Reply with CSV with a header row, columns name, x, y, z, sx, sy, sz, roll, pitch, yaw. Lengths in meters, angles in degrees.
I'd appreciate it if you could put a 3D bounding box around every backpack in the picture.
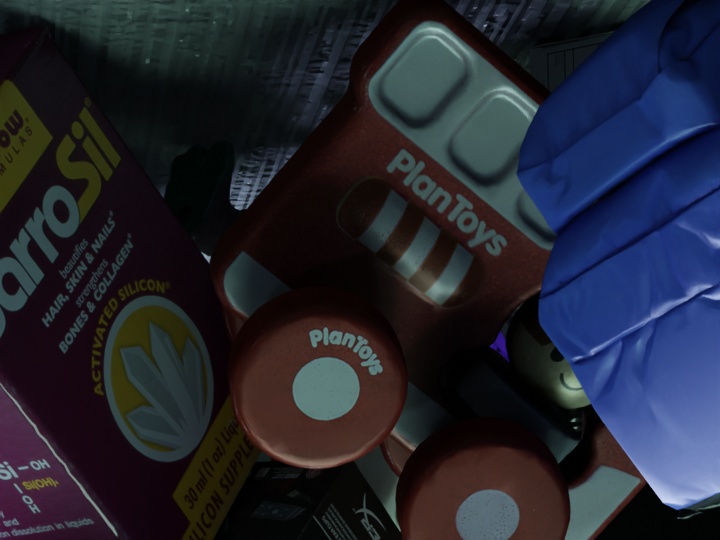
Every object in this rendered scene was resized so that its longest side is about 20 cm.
name,x,y,z,sx,sy,sz,roll,pitch,yaw
backpack,0.171,-0.040,0.839,0.200,0.168,0.162,-33,-176,-34

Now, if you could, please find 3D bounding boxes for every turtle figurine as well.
name,x,y,z,sx,sy,sz,roll,pitch,yaw
turtle figurine,0.000,0.000,1.145,0.149,0.101,0.200,-8,159,29

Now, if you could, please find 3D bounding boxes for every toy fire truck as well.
name,x,y,z,sx,sy,sz,roll,pitch,yaw
toy fire truck,0.046,0.014,0.934,0.200,0.168,0.112,38,-168,-16

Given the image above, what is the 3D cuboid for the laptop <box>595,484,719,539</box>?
name,x,y,z,sx,sy,sz,roll,pitch,yaw
laptop,0.113,0.150,1.312,0.186,0.116,0.200,4,-166,-21

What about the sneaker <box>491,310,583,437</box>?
name,x,y,z,sx,sy,sz,roll,pitch,yaw
sneaker,0.095,0.050,1.277,0.069,0.100,0.200,-6,-179,-1

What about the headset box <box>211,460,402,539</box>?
name,x,y,z,sx,sy,sz,roll,pitch,yaw
headset box,-0.085,0.172,0.975,0.148,0.200,0.077,-7,125,41

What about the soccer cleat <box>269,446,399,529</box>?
name,x,y,z,sx,sy,sz,roll,pitch,yaw
soccer cleat,0.029,0.020,1.031,0.077,0.201,0.069,23,-170,-4

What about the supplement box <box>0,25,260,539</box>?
name,x,y,z,sx,sy,sz,roll,pitch,yaw
supplement box,-0.133,0.026,0.961,0.103,0.131,0.200,-11,126,36

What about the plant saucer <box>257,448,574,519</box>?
name,x,y,z,sx,sy,sz,roll,pitch,yaw
plant saucer,0.019,0.090,1.134,0.199,0.050,0.200,-6,-166,1

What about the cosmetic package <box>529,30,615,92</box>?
name,x,y,z,sx,sy,sz,roll,pitch,yaw
cosmetic package,0.150,-0.052,1.022,0.082,0.051,0.200,-8,165,29
